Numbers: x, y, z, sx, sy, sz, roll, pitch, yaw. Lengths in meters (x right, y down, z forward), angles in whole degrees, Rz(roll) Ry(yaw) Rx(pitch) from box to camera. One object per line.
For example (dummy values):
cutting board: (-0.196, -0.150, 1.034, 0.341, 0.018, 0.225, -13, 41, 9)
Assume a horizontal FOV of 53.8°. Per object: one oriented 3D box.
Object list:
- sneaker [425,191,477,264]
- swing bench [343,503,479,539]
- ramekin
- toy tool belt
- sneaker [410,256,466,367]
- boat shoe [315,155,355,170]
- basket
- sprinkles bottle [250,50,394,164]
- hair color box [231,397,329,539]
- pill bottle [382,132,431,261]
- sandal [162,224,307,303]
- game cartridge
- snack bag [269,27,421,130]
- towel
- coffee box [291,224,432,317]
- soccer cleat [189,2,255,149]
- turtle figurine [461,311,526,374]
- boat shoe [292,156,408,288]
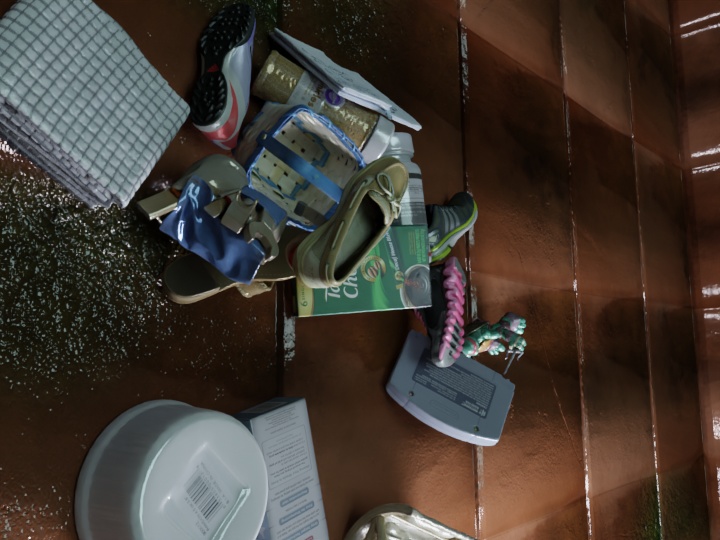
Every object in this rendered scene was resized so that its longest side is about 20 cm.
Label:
sneaker: (0.144, -0.091, 1.254, 0.081, 0.073, 0.200, 59, 43, -21)
swing bench: (0.068, 0.464, 1.035, 0.199, 0.129, 0.201, 39, 51, -39)
ramekin: (-0.194, 0.244, 0.774, 0.200, 0.097, 0.202, 11, 76, -49)
toy tool belt: (-0.141, -0.040, 0.798, 0.199, 0.125, 0.123, 31, 29, 2)
sneaker: (0.122, 0.071, 1.180, 0.079, 0.095, 0.201, 60, 31, -48)
boat shoe: (-0.036, -0.149, 1.046, 0.070, 0.070, 0.202, 9, 77, -50)
basket: (-0.063, -0.121, 0.907, 0.176, 0.200, 0.140, 36, 89, -40)
sprinkles bottle: (-0.051, -0.223, 0.981, 0.199, 0.068, 0.069, 29, 60, -14)
hair color box: (-0.106, 0.273, 0.904, 0.099, 0.060, 0.202, -12, 93, -50)
pill bottle: (0.043, -0.103, 1.100, 0.113, 0.113, 0.202, -6, 89, -50)
sandal: (-0.151, 0.001, 0.898, 0.210, 0.070, 0.078, -17, 71, -30)
game cartridge: (0.145, 0.195, 1.154, 0.199, 0.041, 0.134, 28, 51, 1)
snack bag: (-0.014, -0.274, 1.030, 0.199, 0.189, 0.021, 11, 118, -49)
towel: (-0.293, -0.179, 0.737, 0.200, 0.085, 0.166, 46, 50, -34)
coffee box: (0.000, 0.000, 1.004, 0.198, 0.044, 0.124, -2, 89, -14)
soccer cleat: (-0.170, -0.254, 0.919, 0.073, 0.068, 0.202, 56, 37, -61)
turtle figurine: (0.225, 0.135, 1.277, 0.200, 0.149, 0.101, -20, 81, -58)
boat shoe: (0.004, -0.056, 0.803, 0.201, 0.063, 0.074, -48, 125, -31)
